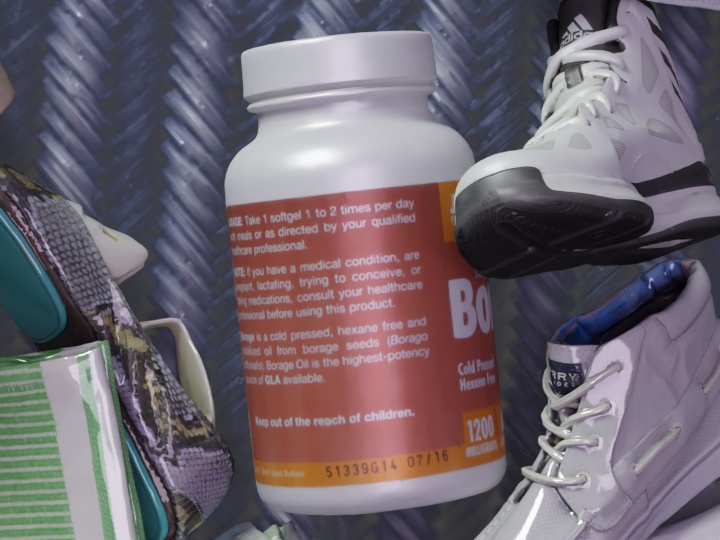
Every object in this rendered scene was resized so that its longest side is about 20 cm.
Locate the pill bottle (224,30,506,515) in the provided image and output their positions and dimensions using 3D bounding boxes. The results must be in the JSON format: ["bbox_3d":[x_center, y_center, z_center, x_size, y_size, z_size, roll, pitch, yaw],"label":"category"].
[{"bbox_3d":[0.000,0.000,0.905,0.112,0.112,0.200,-6,92,-8],"label":"pill bottle"}]

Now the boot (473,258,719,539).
[{"bbox_3d":[0.088,0.074,0.870,0.200,0.073,0.096,-38,118,-35],"label":"boot"}]

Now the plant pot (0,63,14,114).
[{"bbox_3d":[-0.255,-0.088,0.838,0.200,0.200,0.177,-46,109,-5],"label":"plant pot"}]

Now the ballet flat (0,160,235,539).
[{"bbox_3d":[-0.116,0.024,0.920,0.072,0.072,0.201,-30,95,-7],"label":"ballet flat"}]

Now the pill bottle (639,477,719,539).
[{"bbox_3d":[0.168,0.198,0.932,0.109,0.110,0.200,-19,96,-7],"label":"pill bottle"}]

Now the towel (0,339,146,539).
[{"bbox_3d":[-0.189,0.117,0.891,0.200,0.023,0.153,-11,93,13],"label":"towel"}]

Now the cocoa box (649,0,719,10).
[{"bbox_3d":[0.128,-0.206,0.886,0.200,0.131,0.134,7,51,-8],"label":"cocoa box"}]

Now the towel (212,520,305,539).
[{"bbox_3d":[-0.084,0.201,0.868,0.200,0.171,0.048,-35,120,-6],"label":"towel"}]

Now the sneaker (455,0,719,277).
[{"bbox_3d":[0.086,-0.063,0.889,0.076,0.200,0.116,-22,80,29],"label":"sneaker"}]
